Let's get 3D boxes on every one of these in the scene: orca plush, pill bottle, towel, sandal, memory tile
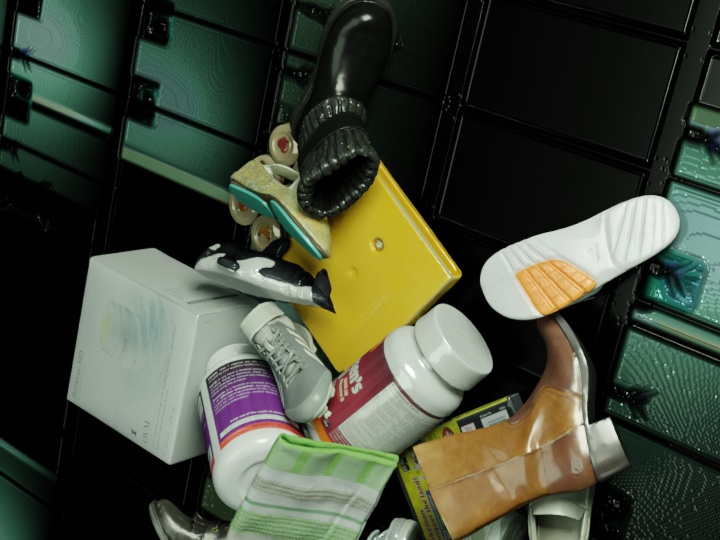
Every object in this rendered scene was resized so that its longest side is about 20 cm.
[{"bbox_3d":[-0.102,-0.011,1.354,0.199,0.105,0.072,6,67,48],"label":"orca plush"},{"bbox_3d":[0.042,0.131,1.292,0.200,0.109,0.110,-42,72,24],"label":"pill bottle"},{"bbox_3d":[-0.058,0.266,1.288,0.031,0.148,0.201,-108,37,-50],"label":"towel"},{"bbox_3d":[0.222,-0.007,1.182,0.205,0.059,0.080,-23,73,15],"label":"sandal"},{"bbox_3d":[-0.072,-0.059,1.412,0.201,0.017,0.154,51,122,19],"label":"memory tile"},{"bbox_3d":[-0.125,0.173,1.353,0.113,0.111,0.201,-63,27,25],"label":"pill bottle"}]

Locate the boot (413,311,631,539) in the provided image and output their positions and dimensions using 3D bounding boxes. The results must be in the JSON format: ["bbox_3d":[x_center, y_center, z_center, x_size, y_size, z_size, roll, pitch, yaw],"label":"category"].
[{"bbox_3d":[0.149,0.152,1.194,0.198,0.068,0.190,-23,71,13],"label":"boot"}]

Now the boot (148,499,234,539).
[{"bbox_3d":[-0.127,0.286,1.383,0.200,0.069,0.174,41,93,-3],"label":"boot"}]

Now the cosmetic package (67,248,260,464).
[{"bbox_3d":[-0.253,0.103,1.503,0.199,0.122,0.202,24,110,33],"label":"cosmetic package"}]

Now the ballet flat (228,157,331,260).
[{"bbox_3d":[-0.079,-0.079,1.344,0.200,0.070,0.071,35,117,47],"label":"ballet flat"}]

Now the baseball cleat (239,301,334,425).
[{"bbox_3d":[-0.089,0.099,1.312,0.106,0.200,0.070,40,95,-20],"label":"baseball cleat"}]

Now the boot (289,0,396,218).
[{"bbox_3d":[-0.012,-0.175,1.270,0.159,0.079,0.212,-100,29,-53],"label":"boot"}]

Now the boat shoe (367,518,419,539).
[{"bbox_3d":[0.012,0.351,1.343,0.064,0.075,0.203,27,130,8],"label":"boat shoe"}]

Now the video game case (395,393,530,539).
[{"bbox_3d":[0.136,0.257,1.299,0.180,0.025,0.202,-27,81,35],"label":"video game case"}]

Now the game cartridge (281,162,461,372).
[{"bbox_3d":[0.000,0.000,1.342,0.200,0.032,0.177,-47,70,34],"label":"game cartridge"}]

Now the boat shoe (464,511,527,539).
[{"bbox_3d":[0.116,0.338,1.268,0.064,0.074,0.204,27,109,35],"label":"boat shoe"}]

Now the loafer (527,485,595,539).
[{"bbox_3d":[0.204,0.236,1.199,0.069,0.070,0.203,-1,85,10],"label":"loafer"}]
